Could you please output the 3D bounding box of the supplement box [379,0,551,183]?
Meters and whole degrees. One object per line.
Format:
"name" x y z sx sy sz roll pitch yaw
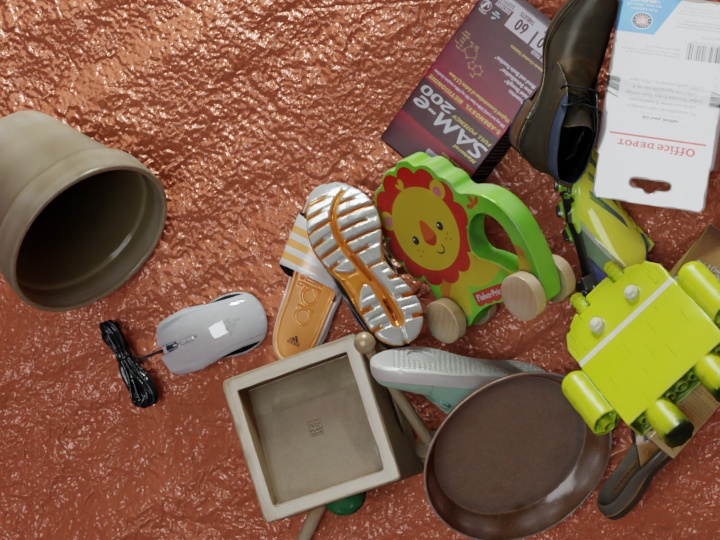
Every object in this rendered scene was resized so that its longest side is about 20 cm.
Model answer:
"supplement box" 0.123 -0.182 1.669 0.109 0.061 0.200 40 108 14

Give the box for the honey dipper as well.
"honey dipper" 0.046 0.140 1.684 0.038 0.038 0.200 -22 118 22

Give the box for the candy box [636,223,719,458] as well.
"candy box" 0.318 0.066 1.560 0.200 0.055 0.115 -50 42 3

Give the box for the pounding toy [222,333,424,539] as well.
"pounding toy" -0.039 0.191 1.739 0.184 0.142 0.200 -20 82 15

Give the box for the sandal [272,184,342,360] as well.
"sandal" -0.053 0.011 1.756 0.079 0.059 0.207 20 101 19

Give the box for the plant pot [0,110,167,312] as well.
"plant pot" -0.343 -0.083 1.814 0.174 0.200 0.200 45 109 32

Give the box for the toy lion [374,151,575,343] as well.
"toy lion" 0.100 -0.033 1.642 0.200 0.069 0.192 -20 97 53

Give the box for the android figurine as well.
"android figurine" 0.269 0.069 1.530 0.182 0.041 0.200 -43 46 11

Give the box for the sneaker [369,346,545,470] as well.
"sneaker" 0.092 0.147 1.654 0.200 0.074 0.118 10 108 -23

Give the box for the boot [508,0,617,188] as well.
"boot" 0.216 -0.177 1.572 0.097 0.075 0.200 60 137 51

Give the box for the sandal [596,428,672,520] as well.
"sandal" 0.285 0.159 1.618 0.055 0.082 0.200 31 114 -6

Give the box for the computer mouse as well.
"computer mouse" -0.198 0.078 1.829 0.200 0.044 0.110 -23 85 22

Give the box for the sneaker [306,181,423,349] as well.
"sneaker" 0.000 0.000 1.697 0.078 0.077 0.200 -23 71 -6

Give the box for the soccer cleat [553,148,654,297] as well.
"soccer cleat" 0.249 -0.041 1.639 0.084 0.065 0.200 -11 85 -7

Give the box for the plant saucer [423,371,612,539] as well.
"plant saucer" 0.154 0.182 1.633 0.200 0.034 0.201 -7 117 -14

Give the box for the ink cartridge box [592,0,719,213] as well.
"ink cartridge box" 0.299 -0.163 1.587 0.116 0.068 0.200 10 95 16
